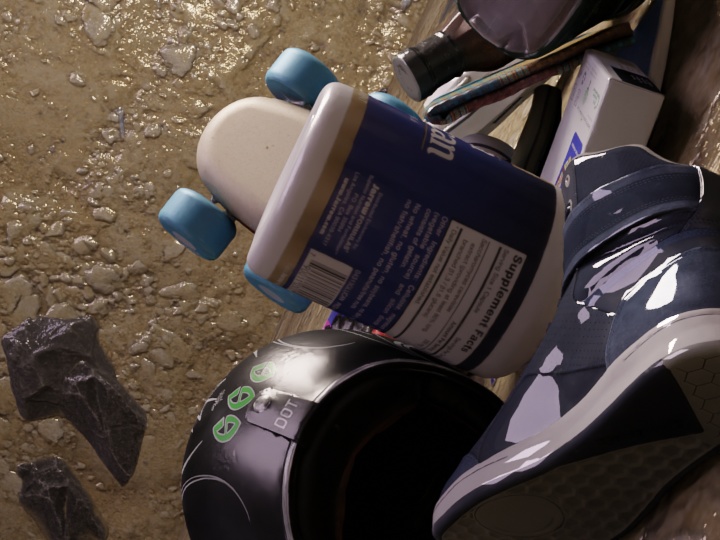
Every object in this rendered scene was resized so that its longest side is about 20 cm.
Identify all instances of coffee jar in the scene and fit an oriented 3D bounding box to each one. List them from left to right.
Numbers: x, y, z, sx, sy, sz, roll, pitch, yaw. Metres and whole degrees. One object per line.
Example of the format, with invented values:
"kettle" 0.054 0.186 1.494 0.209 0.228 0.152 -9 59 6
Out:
"coffee jar" 0.147 -0.211 0.789 0.200 0.085 0.104 -32 -20 -53

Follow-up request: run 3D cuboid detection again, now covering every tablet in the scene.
"tablet" 0.162 -0.092 0.837 0.200 0.014 0.131 125 167 -55

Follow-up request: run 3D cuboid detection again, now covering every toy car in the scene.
"toy car" -0.040 -0.049 1.024 0.185 0.176 0.200 -55 -23 -12

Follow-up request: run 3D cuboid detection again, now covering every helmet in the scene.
"helmet" -0.006 0.129 0.686 0.191 0.199 0.201 -17 48 65

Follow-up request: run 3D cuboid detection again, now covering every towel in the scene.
"towel" 0.113 -0.136 0.845 0.146 0.022 0.200 -23 7 6

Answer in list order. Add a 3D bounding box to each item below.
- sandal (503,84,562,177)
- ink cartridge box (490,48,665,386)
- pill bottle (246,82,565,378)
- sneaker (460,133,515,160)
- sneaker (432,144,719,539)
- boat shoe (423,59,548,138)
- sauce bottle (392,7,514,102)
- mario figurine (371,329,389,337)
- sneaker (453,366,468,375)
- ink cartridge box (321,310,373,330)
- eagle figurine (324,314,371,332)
"sandal" 0.094 -0.048 0.839 0.080 0.057 0.202 89 -158 -59
"ink cartridge box" 0.127 -0.029 0.729 0.100 0.039 0.201 -84 12 -69
"pill bottle" 0.050 -0.010 0.633 0.112 0.199 0.111 -65 8 0
"sneaker" 0.080 -0.020 0.963 0.200 0.078 0.080 104 -171 -53
"sneaker" 0.102 0.036 0.538 0.202 0.077 0.147 -48 29 41
"boat shoe" 0.093 -0.154 1.062 0.200 0.070 0.071 -41 -8 26
"sauce bottle" 0.117 -0.198 0.924 0.199 0.066 0.066 -31 -1 -13
"mario figurine" 0.000 0.000 0.796 0.106 0.124 0.200 -30 -32 -11
"sneaker" 0.041 0.079 0.963 0.200 0.070 0.076 -47 23 41
"ink cartridge box" 0.029 -0.002 1.089 0.200 0.043 0.197 -24 -31 -54
"eagle figurine" -0.034 0.147 0.898 0.152 0.150 0.201 13 123 63
